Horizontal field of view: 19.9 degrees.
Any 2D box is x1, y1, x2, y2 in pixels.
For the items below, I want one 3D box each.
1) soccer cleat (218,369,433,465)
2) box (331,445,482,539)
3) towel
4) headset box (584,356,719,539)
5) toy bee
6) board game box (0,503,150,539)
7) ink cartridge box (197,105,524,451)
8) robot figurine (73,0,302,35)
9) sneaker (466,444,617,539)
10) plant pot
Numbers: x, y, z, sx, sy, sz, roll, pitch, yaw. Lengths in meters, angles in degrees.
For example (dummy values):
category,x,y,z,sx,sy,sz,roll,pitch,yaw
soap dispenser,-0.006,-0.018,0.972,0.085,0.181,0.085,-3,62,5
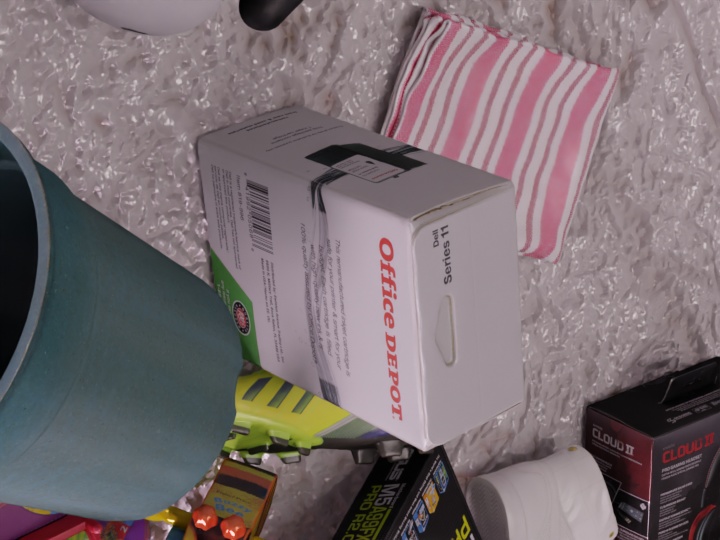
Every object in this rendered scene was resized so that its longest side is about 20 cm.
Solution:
category,x,y,z,sx,sy,sz,roll,pitch,yaw
soccer cleat,-0.032,0.080,1.317,0.199,0.065,0.084,6,73,-38
box,0.029,0.234,1.354,0.200,0.044,0.161,-56,130,-50
towel,0.092,-0.085,1.370,0.199,0.030,0.147,11,100,-43
headset box,0.245,0.166,1.569,0.148,0.075,0.201,-16,116,-36
toy bee,-0.079,0.168,1.212,0.130,0.200,0.109,7,127,-15
board game box,-0.196,0.196,1.217,0.158,0.039,0.201,32,84,-43
ink cartridge box,0.000,0.000,1.204,0.083,0.200,0.147,-22,120,-34
robot figurine,-0.087,-0.218,1.100,0.200,0.150,0.125,-51,154,-15
sneaker,0.142,0.227,1.505,0.115,0.074,0.201,-18,116,-32
plant pot,-0.176,0.041,1.085,0.196,0.200,0.201,28,87,-52
